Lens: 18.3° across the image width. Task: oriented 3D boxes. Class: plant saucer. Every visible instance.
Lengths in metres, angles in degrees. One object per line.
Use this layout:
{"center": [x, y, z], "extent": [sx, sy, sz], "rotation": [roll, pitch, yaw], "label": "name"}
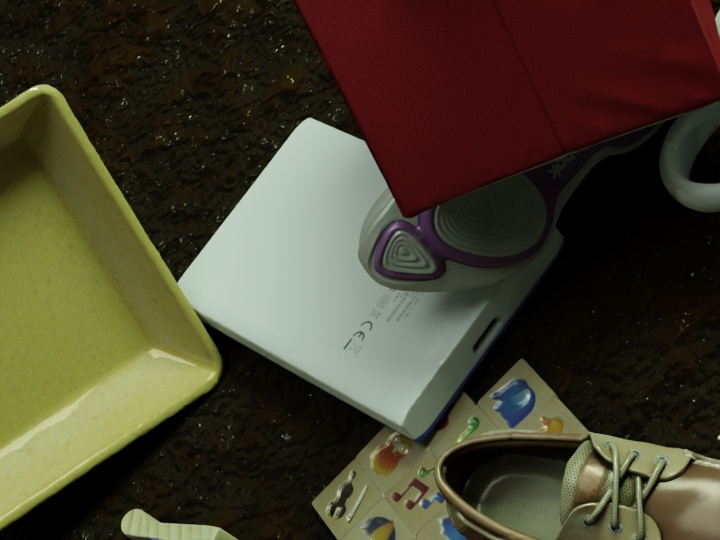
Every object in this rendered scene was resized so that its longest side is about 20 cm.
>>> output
{"center": [-0.206, 0.027, 1.223], "extent": [0.200, 0.201, 0.048], "rotation": [-33, 23, -8], "label": "plant saucer"}

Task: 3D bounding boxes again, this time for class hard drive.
{"center": [0.000, 0.000, 1.208], "extent": [0.200, 0.025, 0.132], "rotation": [26, 75, 45], "label": "hard drive"}

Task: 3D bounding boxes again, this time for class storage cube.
{"center": [0.062, -0.165, 1.063], "extent": [0.170, 0.180, 0.200], "rotation": [-21, 29, 13], "label": "storage cube"}

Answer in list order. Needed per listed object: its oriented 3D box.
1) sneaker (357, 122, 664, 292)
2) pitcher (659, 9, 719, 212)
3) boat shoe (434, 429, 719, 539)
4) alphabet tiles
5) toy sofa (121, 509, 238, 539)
{"center": [0.075, -0.057, 1.151], "extent": [0.200, 0.075, 0.100], "rotation": [-37, 22, -16], "label": "sneaker"}
{"center": [0.233, -0.078, 1.027], "extent": [0.172, 0.121, 0.200], "rotation": [-56, 34, 5], "label": "pitcher"}
{"center": [0.117, 0.110, 1.007], "extent": [0.199, 0.072, 0.076], "rotation": [-1, 62, 38], "label": "boat shoe"}
{"center": [0.055, 0.140, 1.093], "extent": [0.167, 0.008, 0.200], "rotation": [-46, 44, 5], "label": "alphabet tiles"}
{"center": [-0.112, 0.227, 1.113], "extent": [0.097, 0.083, 0.201], "rotation": [0, 63, 37], "label": "toy sofa"}
